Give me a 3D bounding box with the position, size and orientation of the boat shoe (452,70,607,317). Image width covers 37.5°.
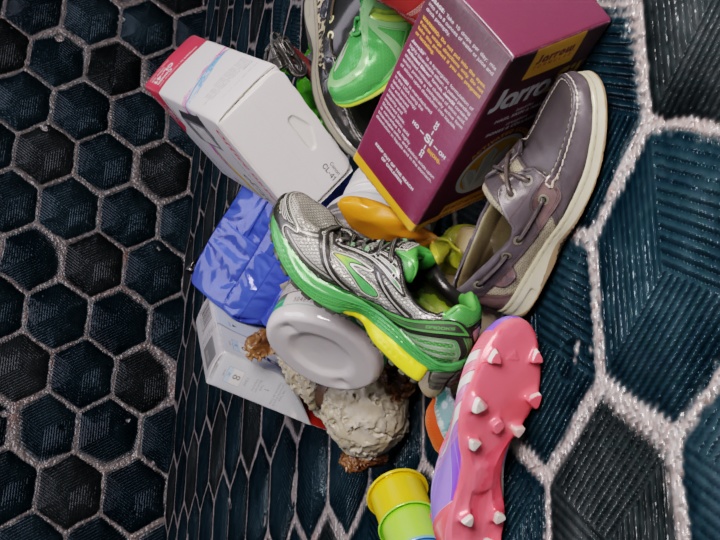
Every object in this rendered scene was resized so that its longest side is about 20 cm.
[{"bbox_3d":[0.120,-0.053,0.776,0.072,0.064,0.201,-105,27,-52],"label":"boat shoe"}]

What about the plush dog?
[{"bbox_3d":[-0.012,0.107,1.067,0.172,0.159,0.201,48,133,38],"label":"plush dog"}]

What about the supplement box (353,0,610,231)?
[{"bbox_3d":[0.086,-0.134,0.807,0.086,0.110,0.200,52,145,18],"label":"supplement box"}]

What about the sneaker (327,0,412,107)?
[{"bbox_3d":[0.021,-0.239,0.935,0.201,0.083,0.074,-57,39,15],"label":"sneaker"}]

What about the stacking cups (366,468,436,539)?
[{"bbox_3d":[0.055,0.253,0.890,0.200,0.060,0.061,-114,35,-58],"label":"stacking cups"}]

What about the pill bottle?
[{"bbox_3d":[0.000,0.000,0.987,0.201,0.112,0.113,-65,4,-34],"label":"pill bottle"}]

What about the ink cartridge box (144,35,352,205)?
[{"bbox_3d":[-0.118,-0.151,1.094,0.086,0.148,0.200,-45,35,-7],"label":"ink cartridge box"}]

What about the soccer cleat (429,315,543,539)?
[{"bbox_3d":[0.088,0.125,0.812,0.076,0.066,0.202,-144,57,-60],"label":"soccer cleat"}]

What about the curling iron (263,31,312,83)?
[{"bbox_3d":[-0.024,-0.166,1.084,0.025,0.200,0.050,-28,29,43],"label":"curling iron"}]

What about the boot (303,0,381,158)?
[{"bbox_3d":[0.022,-0.223,1.024,0.153,0.073,0.205,-30,63,41],"label":"boot"}]

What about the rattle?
[{"bbox_3d":[0.042,0.054,0.887,0.130,0.142,0.202,27,104,54],"label":"rattle"}]

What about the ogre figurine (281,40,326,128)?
[{"bbox_3d":[-0.043,-0.263,1.376,0.120,0.097,0.202,3,97,62],"label":"ogre figurine"}]

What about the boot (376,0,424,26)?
[{"bbox_3d":[0.074,-0.289,0.834,0.201,0.144,0.073,-56,37,20],"label":"boot"}]

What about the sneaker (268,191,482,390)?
[{"bbox_3d":[0.015,-0.003,0.819,0.078,0.199,0.086,-34,-25,-50],"label":"sneaker"}]

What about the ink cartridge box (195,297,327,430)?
[{"bbox_3d":[-0.088,0.111,1.216,0.048,0.199,0.160,-61,22,13],"label":"ink cartridge box"}]

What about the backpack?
[{"bbox_3d":[-0.069,-0.033,1.243,0.167,0.162,0.201,34,104,24],"label":"backpack"}]
